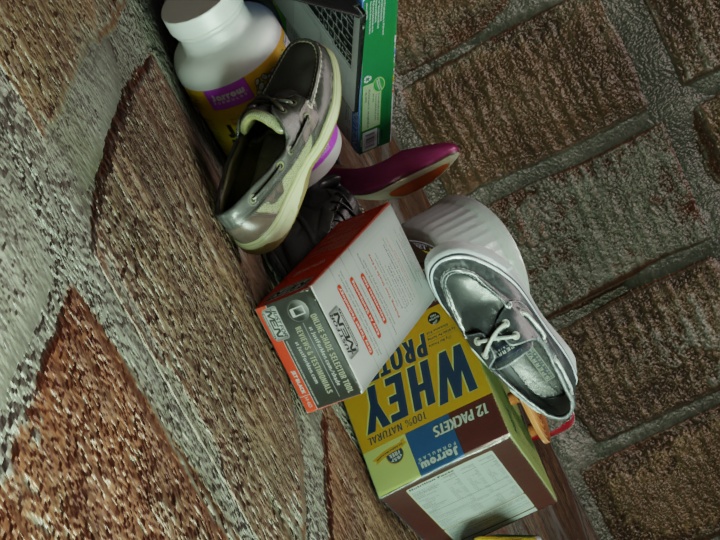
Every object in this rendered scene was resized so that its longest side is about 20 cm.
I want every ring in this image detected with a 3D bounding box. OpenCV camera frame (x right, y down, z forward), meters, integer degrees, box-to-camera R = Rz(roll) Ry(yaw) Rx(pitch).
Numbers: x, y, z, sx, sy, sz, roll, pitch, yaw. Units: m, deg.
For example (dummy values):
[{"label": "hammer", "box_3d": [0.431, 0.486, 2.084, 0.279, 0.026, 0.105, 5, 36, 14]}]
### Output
[{"label": "ring", "box_3d": [0.143, 0.078, 1.720, 0.200, 0.019, 0.202, -23, 91, -81]}]

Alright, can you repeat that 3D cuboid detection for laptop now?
[{"label": "laptop", "box_3d": [-0.088, -0.261, 1.631, 0.188, 0.115, 0.201, 56, -23, 32]}]

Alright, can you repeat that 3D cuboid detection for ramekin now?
[{"label": "ramekin", "box_3d": [0.107, 0.018, 2.148, 0.200, 0.097, 0.202, 32, -47, 41]}]

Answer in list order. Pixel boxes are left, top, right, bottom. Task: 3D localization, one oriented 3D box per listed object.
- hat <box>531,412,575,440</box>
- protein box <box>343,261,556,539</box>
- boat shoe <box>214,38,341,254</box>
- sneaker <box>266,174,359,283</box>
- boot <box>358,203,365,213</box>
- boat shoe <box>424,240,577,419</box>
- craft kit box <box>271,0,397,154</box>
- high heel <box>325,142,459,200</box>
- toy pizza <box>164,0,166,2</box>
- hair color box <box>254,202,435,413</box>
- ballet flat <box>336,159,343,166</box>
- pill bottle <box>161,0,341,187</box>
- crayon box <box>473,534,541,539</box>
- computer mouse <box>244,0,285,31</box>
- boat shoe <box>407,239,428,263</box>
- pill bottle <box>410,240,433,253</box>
[{"label": "hat", "box_3d": [0.177, 0.215, 1.975, 0.167, 0.175, 0.200, 61, 8, -23]}, {"label": "protein box", "box_3d": [0.073, 0.134, 1.671, 0.200, 0.134, 0.200, 69, 8, 29]}, {"label": "boat shoe", "box_3d": [-0.071, -0.115, 1.470, 0.066, 0.071, 0.203, 43, 57, -49]}, {"label": "sneaker", "box_3d": [-0.040, -0.031, 1.604, 0.201, 0.090, 0.076, -103, 166, -55]}, {"label": "boot", "box_3d": [0.001, -0.002, 1.847, 0.205, 0.073, 0.154, 62, 8, 5]}, {"label": "boat shoe", "box_3d": [0.128, 0.058, 1.560, 0.200, 0.071, 0.068, 50, 22, -26]}, {"label": "craft kit box", "box_3d": [-0.030, -0.252, 1.721, 0.198, 0.048, 0.201, 52, -26, 33]}, {"label": "high heel", "box_3d": [-0.004, -0.108, 1.708, 0.097, 0.198, 0.067, 71, 14, 12]}, {"label": "toy pizza", "box_3d": [-0.137, -0.206, 1.731, 0.202, 0.031, 0.200, 63, 7, -13]}, {"label": "hair color box", "box_3d": [-0.009, 0.028, 1.484, 0.102, 0.061, 0.200, 64, 27, -11]}, {"label": "ballet flat", "box_3d": [-0.051, -0.115, 1.908, 0.074, 0.072, 0.200, 65, 5, 9]}, {"label": "pill bottle", "box_3d": [-0.101, -0.168, 1.573, 0.201, 0.103, 0.105, 59, 9, -36]}, {"label": "crayon box", "box_3d": [0.141, 0.319, 1.680, 0.200, 0.050, 0.129, 38, 53, -76]}, {"label": "computer mouse", "box_3d": [-0.094, -0.224, 1.732, 0.139, 0.052, 0.201, 60, 2, -43]}, {"label": "boat shoe", "box_3d": [0.043, 0.012, 1.717, 0.199, 0.065, 0.074, 29, 25, -43]}, {"label": "pill bottle", "box_3d": [0.062, 0.053, 1.967, 0.113, 0.111, 0.200, 61, 7, -24]}]
